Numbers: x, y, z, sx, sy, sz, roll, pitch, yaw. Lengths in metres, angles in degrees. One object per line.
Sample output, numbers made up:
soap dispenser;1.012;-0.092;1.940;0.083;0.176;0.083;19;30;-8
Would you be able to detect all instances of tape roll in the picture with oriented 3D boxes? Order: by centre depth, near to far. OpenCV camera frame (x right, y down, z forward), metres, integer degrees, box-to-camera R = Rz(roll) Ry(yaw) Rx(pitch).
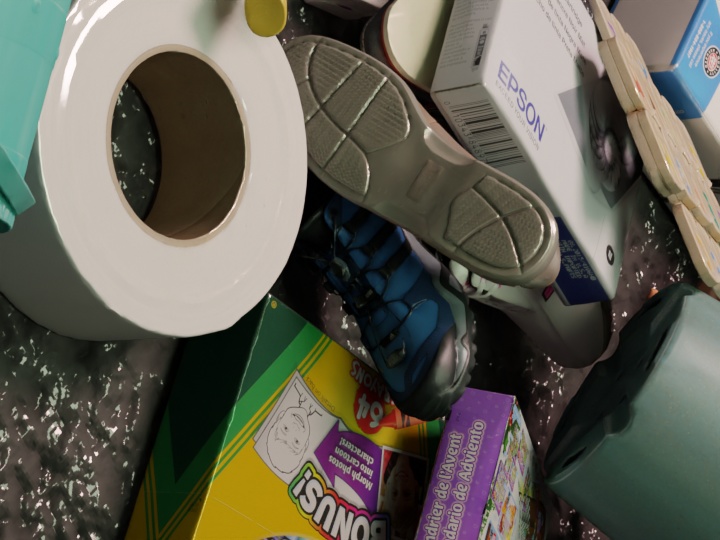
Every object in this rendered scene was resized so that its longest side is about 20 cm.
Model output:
tape roll;-0.118;-0.064;1.361;0.202;0.071;0.203;5;84;-48

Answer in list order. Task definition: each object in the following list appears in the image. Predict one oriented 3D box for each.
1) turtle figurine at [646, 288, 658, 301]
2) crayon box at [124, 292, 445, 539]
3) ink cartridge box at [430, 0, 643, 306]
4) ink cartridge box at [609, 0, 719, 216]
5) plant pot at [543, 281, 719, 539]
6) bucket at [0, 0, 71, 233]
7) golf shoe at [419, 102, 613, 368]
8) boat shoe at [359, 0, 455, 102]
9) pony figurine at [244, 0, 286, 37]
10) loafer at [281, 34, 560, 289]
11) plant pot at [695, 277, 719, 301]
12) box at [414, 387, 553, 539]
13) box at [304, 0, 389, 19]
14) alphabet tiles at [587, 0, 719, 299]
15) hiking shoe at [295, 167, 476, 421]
turtle figurine;0.191;0.128;1.710;0.161;0.064;0.201;45;46;-47
crayon box;-0.034;0.134;1.451;0.200;0.058;0.173;37;60;-43
ink cartridge box;0.116;-0.116;1.542;0.200;0.040;0.200;54;38;-41
ink cartridge box;0.251;-0.119;1.780;0.200;0.084;0.145;51;52;-34
plant pot;0.228;0.121;1.557;0.196;0.200;0.201;34;57;-6
bucket;-0.227;-0.098;1.145;0.207;0.207;0.135;16;81;-48
golf shoe;0.079;-0.007;1.589;0.200;0.072;0.092;53;55;-21
boat shoe;0.047;-0.136;1.532;0.200;0.062;0.071;-19;102;-61
pony figurine;-0.035;-0.241;1.402;0.200;0.166;0.194;-88;174;-66
loafer;0.028;-0.053;1.431;0.072;0.200;0.063;-49;159;-4
plant pot;0.312;0.057;1.728;0.175;0.200;0.201;43;57;-29
box;0.070;0.167;1.520;0.200;0.039;0.137;66;36;-64
box;0.002;-0.251;1.535;0.041;0.039;0.201;16;76;-46
alphabet tiles;0.191;-0.072;1.587;0.200;0.015;0.196;35;33;-66
hiking shoe;0.000;0.000;1.464;0.086;0.074;0.200;9;47;-35
